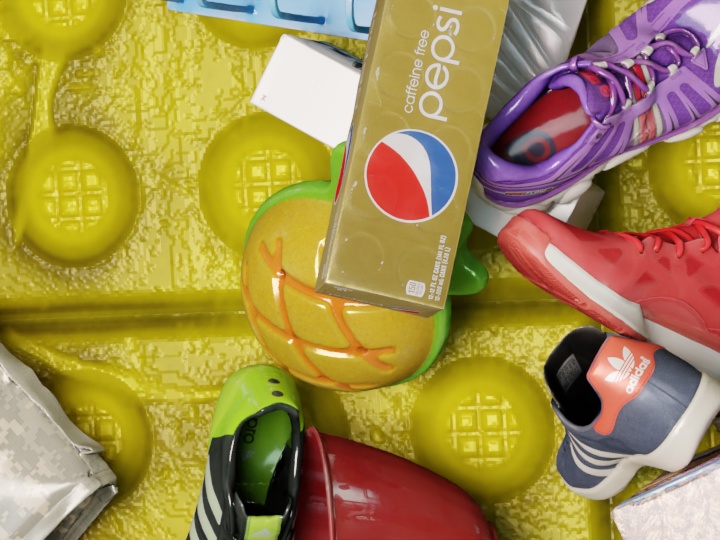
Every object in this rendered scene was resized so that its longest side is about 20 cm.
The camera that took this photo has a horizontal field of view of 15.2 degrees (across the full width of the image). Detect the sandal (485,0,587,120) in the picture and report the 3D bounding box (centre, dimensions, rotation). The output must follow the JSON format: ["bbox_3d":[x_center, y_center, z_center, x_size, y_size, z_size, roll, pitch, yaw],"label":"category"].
[{"bbox_3d":[0.108,-0.188,1.561,0.079,0.059,0.207,21,104,3],"label":"sandal"}]

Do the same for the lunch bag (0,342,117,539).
[{"bbox_3d":[-0.257,0.131,1.655,0.164,0.118,0.200,47,108,10],"label":"lunch bag"}]

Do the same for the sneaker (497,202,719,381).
[{"bbox_3d":[0.171,-0.016,1.513,0.078,0.200,0.116,31,90,52],"label":"sneaker"}]

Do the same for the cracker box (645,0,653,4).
[{"bbox_3d":[0.277,-0.122,1.518,0.134,0.058,0.200,-42,82,15],"label":"cracker box"}]

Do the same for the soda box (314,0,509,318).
[{"bbox_3d":[0.030,-0.080,1.445,0.068,0.064,0.201,13,83,-4],"label":"soda box"}]

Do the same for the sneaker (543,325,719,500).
[{"bbox_3d":[0.134,0.073,1.502,0.084,0.200,0.075,34,71,-4],"label":"sneaker"}]

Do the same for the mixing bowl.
[{"bbox_3d":[0.021,0.192,1.557,0.108,0.200,0.201,2,94,-9],"label":"mixing bowl"}]

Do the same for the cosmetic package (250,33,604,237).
[{"bbox_3d":[0.041,-0.073,1.576,0.200,0.083,0.051,29,100,12],"label":"cosmetic package"}]

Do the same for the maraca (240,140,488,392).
[{"bbox_3d":[0.000,0.000,1.556,0.137,0.107,0.200,41,143,-2],"label":"maraca"}]

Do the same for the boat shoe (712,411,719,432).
[{"bbox_3d":[0.265,0.013,1.477,0.202,0.075,0.075,-37,85,19],"label":"boat shoe"}]

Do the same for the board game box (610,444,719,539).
[{"bbox_3d":[0.244,0.131,1.468,0.159,0.200,0.097,-26,86,16],"label":"board game box"}]

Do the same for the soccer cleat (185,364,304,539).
[{"bbox_3d":[-0.067,0.155,1.589,0.067,0.081,0.201,3,105,-12],"label":"soccer cleat"}]

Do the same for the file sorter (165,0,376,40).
[{"bbox_3d":[-0.027,-0.208,1.568,0.199,0.123,0.139,10,96,15],"label":"file sorter"}]

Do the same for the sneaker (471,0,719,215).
[{"bbox_3d":[0.147,-0.098,1.477,0.200,0.083,0.081,-37,80,0],"label":"sneaker"}]
